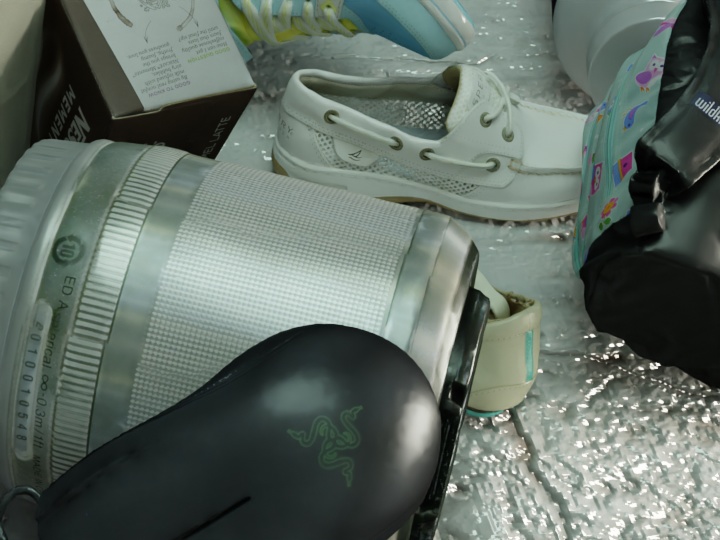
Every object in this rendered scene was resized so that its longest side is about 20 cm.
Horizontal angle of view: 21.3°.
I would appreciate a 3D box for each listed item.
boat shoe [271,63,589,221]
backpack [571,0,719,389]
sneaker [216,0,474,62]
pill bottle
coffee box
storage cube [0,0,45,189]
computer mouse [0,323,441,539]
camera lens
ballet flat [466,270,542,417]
[{"bbox_3d":[0.054,-0.075,1.018,0.198,0.070,0.071,1,40,-10],"label":"boat shoe"},{"bbox_3d":[0.179,-0.046,0.955,0.166,0.127,0.201,25,50,-21],"label":"backpack"},{"bbox_3d":[-0.043,-0.136,1.038,0.199,0.080,0.131,34,85,27],"label":"sneaker"},{"bbox_3d":[0.166,-0.171,1.117,0.111,0.113,0.201,7,40,-3],"label":"pill bottle"},{"bbox_3d":[-0.140,-0.139,0.967,0.079,0.114,0.201,-16,70,-29],"label":"coffee box"},{"bbox_3d":[-0.264,-0.088,0.879,0.179,0.201,0.171,24,42,7],"label":"storage cube"},{"bbox_3d":[-0.057,0.099,0.696,0.139,0.200,0.053,52,7,1],"label":"computer mouse"},{"bbox_3d":[-0.053,0.038,0.799,0.198,0.161,0.160,14,41,5],"label":"camera lens"},{"bbox_3d":[0.000,0.000,0.926,0.199,0.070,0.069,25,43,17],"label":"ballet flat"}]
